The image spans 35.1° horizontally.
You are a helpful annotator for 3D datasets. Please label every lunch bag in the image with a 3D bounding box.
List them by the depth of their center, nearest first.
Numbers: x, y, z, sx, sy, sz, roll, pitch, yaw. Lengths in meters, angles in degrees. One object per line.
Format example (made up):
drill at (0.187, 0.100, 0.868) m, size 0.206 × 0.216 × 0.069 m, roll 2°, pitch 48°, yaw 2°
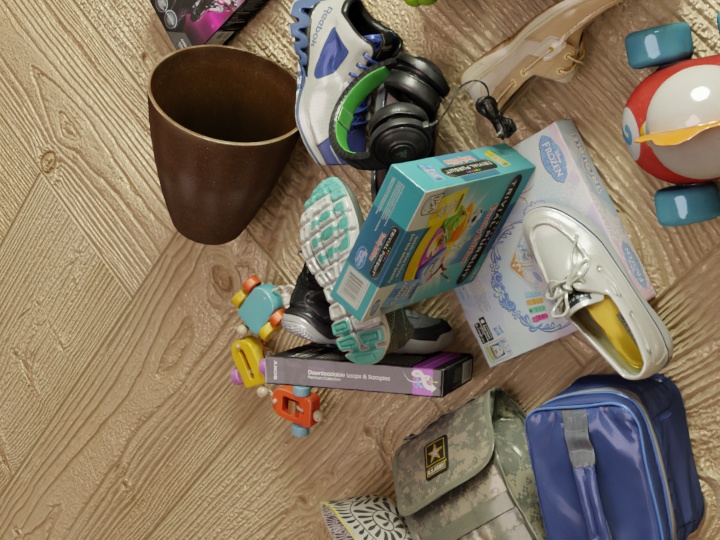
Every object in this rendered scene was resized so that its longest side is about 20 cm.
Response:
lunch bag at (0.251, 0.211, 1.141) m, size 0.135 × 0.132 × 0.201 m, roll -11°, pitch 94°, yaw 39°
lunch bag at (0.131, 0.248, 1.255) m, size 0.164 × 0.117 × 0.201 m, roll -39°, pitch 72°, yaw 35°

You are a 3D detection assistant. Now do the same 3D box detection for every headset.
headset at (0.059, -0.157, 1.170) m, size 0.199 × 0.094 × 0.124 m, roll -1°, pitch 64°, yaw 42°

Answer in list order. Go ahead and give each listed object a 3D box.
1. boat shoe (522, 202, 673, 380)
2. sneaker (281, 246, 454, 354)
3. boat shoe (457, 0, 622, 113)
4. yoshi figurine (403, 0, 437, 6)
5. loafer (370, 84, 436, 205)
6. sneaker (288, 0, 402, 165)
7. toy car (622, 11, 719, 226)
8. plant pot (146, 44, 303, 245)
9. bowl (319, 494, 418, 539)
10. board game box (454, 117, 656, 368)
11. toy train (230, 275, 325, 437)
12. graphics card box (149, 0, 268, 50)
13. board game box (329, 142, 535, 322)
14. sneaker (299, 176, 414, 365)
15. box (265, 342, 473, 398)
boat shoe at (0.214, 0.023, 1.094) m, size 0.075 × 0.086 × 0.202 m, roll -42°, pitch 76°, yaw 36°
sneaker at (0.017, 0.028, 1.260) m, size 0.075 × 0.199 × 0.114 m, roll -151°, pitch 69°, yaw -74°
boat shoe at (0.188, -0.216, 1.124) m, size 0.200 × 0.074 × 0.069 m, roll -32°, pitch 89°, yaw 43°
yoshi figurine at (0.087, -0.365, 1.161) m, size 0.111 × 0.112 × 0.201 m, roll 8°, pitch 93°, yaw -5°
loafer at (0.053, -0.117, 1.216) m, size 0.063 × 0.072 × 0.201 m, roll -14°, pitch 69°, yaw 37°
sneaker at (-0.011, -0.217, 1.265) m, size 0.115 × 0.080 × 0.200 m, roll -4°, pitch 98°, yaw 40°
toy car at (0.287, -0.127, 0.982) m, size 0.176 × 0.200 × 0.185 m, roll -7°, pitch 97°, yaw 38°
plant pot at (-0.172, -0.133, 1.363) m, size 0.187 × 0.187 × 0.200 m, roll 40°, pitch 137°, yaw 23°
bowl at (0.043, 0.335, 1.337) m, size 0.201 × 0.094 × 0.201 m, roll 53°, pitch 163°, yaw 24°
board game box at (0.178, -0.025, 1.192) m, size 0.199 × 0.043 × 0.201 m, roll -28°, pitch 84°, yaw 40°
toy train at (-0.095, 0.100, 1.431) m, size 0.150 × 0.056 × 0.201 m, roll 12°, pitch 112°, yaw 34°
graphics card box at (-0.171, -0.356, 1.371) m, size 0.200 × 0.051 × 0.126 m, roll -35°, pitch 80°, yaw 39°
board game box at (0.074, -0.041, 1.112) m, size 0.047 × 0.200 × 0.151 m, roll 41°, pitch 123°, yaw 24°
sneaker at (0.000, 0.000, 1.190) m, size 0.077 × 0.091 × 0.201 m, roll -21°, pitch 79°, yaw 35°
box at (0.012, 0.108, 1.255) m, size 0.199 × 0.143 × 0.036 m, roll 4°, pitch 94°, yaw 18°
